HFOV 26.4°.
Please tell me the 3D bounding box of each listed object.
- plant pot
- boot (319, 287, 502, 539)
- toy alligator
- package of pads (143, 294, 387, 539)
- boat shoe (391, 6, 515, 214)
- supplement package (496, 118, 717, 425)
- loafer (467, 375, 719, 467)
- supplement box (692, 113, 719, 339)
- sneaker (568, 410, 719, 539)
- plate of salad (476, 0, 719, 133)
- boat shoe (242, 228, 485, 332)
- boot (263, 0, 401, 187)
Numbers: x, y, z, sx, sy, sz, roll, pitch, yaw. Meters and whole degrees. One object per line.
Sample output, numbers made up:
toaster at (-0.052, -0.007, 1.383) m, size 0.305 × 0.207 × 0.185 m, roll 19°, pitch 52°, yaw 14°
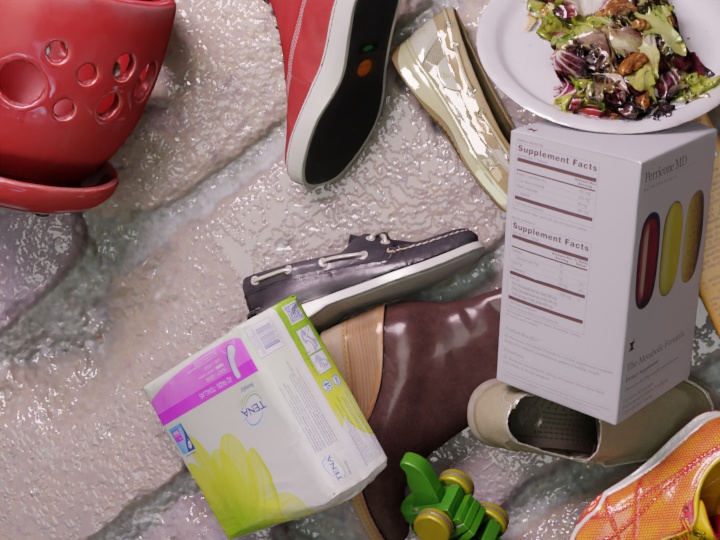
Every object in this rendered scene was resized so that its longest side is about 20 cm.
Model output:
plant pot at (-0.262, -0.154, 1.206) m, size 0.200 × 0.200 × 0.183 m, roll 21°, pitch 107°, yaw 8°
boot at (0.064, 0.120, 1.227) m, size 0.166 × 0.072 × 0.201 m, roll -11°, pitch 99°, yaw 7°
toy alligator at (0.092, 0.222, 1.207) m, size 0.200 × 0.059 × 0.054 m, roll 45°, pitch 132°, yaw -10°
package of pads at (-0.078, 0.124, 1.204) m, size 0.155 × 0.068 × 0.200 m, roll 60°, pitch 145°, yaw 2°
boat shoe at (0.106, -0.111, 1.198) m, size 0.063 × 0.073 × 0.201 m, roll -39°, pitch 80°, yaw 16°
supplement package at (0.179, -0.010, 1.128) m, size 0.109 × 0.114 × 0.201 m, roll 19°, pitch 119°, yaw 36°
loafer at (0.185, 0.118, 1.186) m, size 0.199 × 0.068 × 0.076 m, roll -3°, pitch 98°, yaw -7°
supplement box at (0.262, -0.048, 1.175) m, size 0.069 × 0.067 × 0.200 m, roll -27°, pitch 89°, yaw 12°
sneaker at (0.228, 0.191, 1.168) m, size 0.073 × 0.077 × 0.200 m, roll 31°, pitch 108°, yaw -36°
plate of salad at (0.185, -0.177, 1.129) m, size 0.199 × 0.200 × 0.048 m, roll 10°, pitch 140°, yaw 10°
boat shoe at (0.000, 0.000, 1.229) m, size 0.200 × 0.074 × 0.060 m, roll -22°, pitch 74°, yaw 12°
boot at (-0.048, -0.179, 1.227) m, size 0.144 × 0.072 × 0.200 m, roll 38°, pitch 127°, yaw 34°
